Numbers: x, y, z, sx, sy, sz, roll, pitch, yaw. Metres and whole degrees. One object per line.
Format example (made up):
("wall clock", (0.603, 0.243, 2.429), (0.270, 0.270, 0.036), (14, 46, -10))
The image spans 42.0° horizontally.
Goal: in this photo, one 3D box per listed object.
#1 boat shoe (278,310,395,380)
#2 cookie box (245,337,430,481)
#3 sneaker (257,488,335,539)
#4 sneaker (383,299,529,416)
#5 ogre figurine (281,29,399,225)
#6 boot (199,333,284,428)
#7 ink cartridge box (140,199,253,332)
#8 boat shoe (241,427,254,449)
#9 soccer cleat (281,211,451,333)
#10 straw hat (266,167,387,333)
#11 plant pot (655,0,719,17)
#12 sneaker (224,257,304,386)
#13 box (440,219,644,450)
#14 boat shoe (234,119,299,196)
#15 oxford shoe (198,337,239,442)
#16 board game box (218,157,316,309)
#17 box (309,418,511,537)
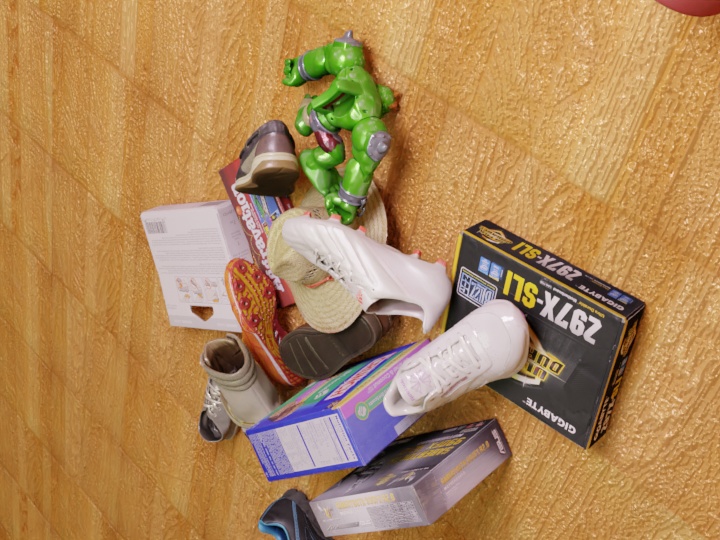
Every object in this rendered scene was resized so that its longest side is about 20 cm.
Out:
("boat shoe", (-0.025, 0.082, 1.168), (0.198, 0.068, 0.073), (-22, 102, 47))
("cookie box", (-0.015, 0.168, 1.121), (0.198, 0.170, 0.076), (-23, 96, 48))
("sneaker", (-0.069, 0.417, 1.365), (0.200, 0.081, 0.074), (43, 133, 21))
("sneaker", (0.096, 0.101, 0.954), (0.076, 0.099, 0.200), (57, 138, 11))
("ogre figurine", (-0.022, -0.163, 1.013), (0.119, 0.097, 0.204), (-35, 47, 47))
("boot", (-0.165, 0.149, 1.265), (0.199, 0.072, 0.156), (27, 153, 56))
("ink cartridge box", (-0.229, -0.007, 1.351), (0.198, 0.044, 0.180), (1, 109, 46))
("boat shoe", (-0.093, 0.236, 1.309), (0.197, 0.071, 0.069), (-3, 113, 43))
("soccer cleat", (0.000, 0.000, 0.987), (0.196, 0.079, 0.070), (21, 162, 11))
("straw hat", (-0.062, -0.030, 1.086), (0.199, 0.084, 0.206), (-7, 81, 51))
("plant pot", (0.259, -0.277, 0.614), (0.203, 0.198, 0.177), (58, 148, 7))
("sneaker", (-0.139, 0.075, 1.252), (0.076, 0.073, 0.203), (2, 124, 41))
("box", (0.177, 0.062, 0.960), (0.198, 0.049, 0.163), (32, 128, 32))
("boat shoe", (-0.106, -0.128, 1.097), (0.200, 0.072, 0.066), (166, 106, -73))
("oxford shoe", (-0.208, 0.188, 1.417), (0.075, 0.057, 0.203), (39, 131, 29))
("board game box", (-0.117, -0.055, 1.231), (0.102, 0.019, 0.204), (-20, 94, 50))
("box", (0.056, 0.242, 1.092), (0.199, 0.157, 0.049), (-25, 91, 49))
